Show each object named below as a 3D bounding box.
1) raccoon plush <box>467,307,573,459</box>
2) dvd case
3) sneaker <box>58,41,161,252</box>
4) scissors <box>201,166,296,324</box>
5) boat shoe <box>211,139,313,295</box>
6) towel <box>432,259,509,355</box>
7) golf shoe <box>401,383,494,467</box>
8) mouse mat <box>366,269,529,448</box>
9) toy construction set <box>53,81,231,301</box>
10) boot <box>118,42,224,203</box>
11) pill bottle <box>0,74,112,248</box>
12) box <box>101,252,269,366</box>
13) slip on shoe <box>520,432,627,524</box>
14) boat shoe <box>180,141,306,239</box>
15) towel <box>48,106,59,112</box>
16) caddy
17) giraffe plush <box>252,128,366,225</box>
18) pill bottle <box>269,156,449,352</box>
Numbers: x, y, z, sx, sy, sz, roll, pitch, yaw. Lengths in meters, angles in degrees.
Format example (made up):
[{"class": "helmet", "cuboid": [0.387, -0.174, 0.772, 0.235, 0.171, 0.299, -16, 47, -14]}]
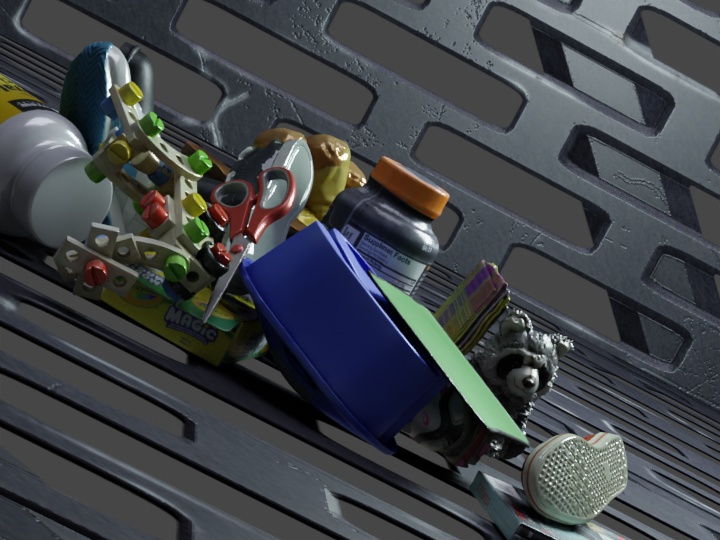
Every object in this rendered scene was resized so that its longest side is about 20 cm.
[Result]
[{"class": "raccoon plush", "cuboid": [0.111, 0.086, 1.923, 0.097, 0.134, 0.200, 23, 8, -36]}, {"class": "dvd case", "cuboid": [0.190, 0.226, 1.617, 0.200, 0.022, 0.146, 28, 5, -14]}, {"class": "sneaker", "cuboid": [-0.202, -0.100, 1.739, 0.081, 0.200, 0.076, -19, 25, -33]}, {"class": "scissors", "cuboid": [-0.089, -0.024, 1.623, 0.073, 0.014, 0.200, -8, 34, 6]}, {"class": "boat shoe", "cuboid": [-0.098, -0.043, 1.740, 0.060, 0.076, 0.200, -3, 29, 23]}, {"class": "towel", "cuboid": [0.089, 0.057, 1.952, 0.023, 0.144, 0.200, 40, 5, -6]}, {"class": "golf shoe", "cuboid": [0.046, 0.100, 1.783, 0.092, 0.073, 0.200, 29, 4, -25]}, {"class": "mouse mat", "cuboid": [0.074, 0.075, 1.665, 0.161, 0.008, 0.200, 53, 7, 17]}, {"class": "toy construction set", "cuboid": [-0.166, -0.047, 1.578, 0.131, 0.092, 0.200, 47, 31, -27]}, {"class": "boot", "cuboid": [-0.175, -0.085, 1.820, 0.162, 0.199, 0.073, 22, 8, 3]}, {"class": "pill bottle", "cuboid": [-0.296, -0.095, 1.702, 0.200, 0.111, 0.111, 33, 7, 40]}, {"class": "box", "cuboid": [-0.137, 0.030, 1.679, 0.117, 0.048, 0.200, 30, 4, 9]}, {"class": "slip on shoe", "cuboid": [0.165, 0.167, 1.658, 0.061, 0.074, 0.200, -8, -2, 22]}, {"class": "boat shoe", "cuboid": [-0.115, -0.048, 1.900, 0.200, 0.070, 0.070, 35, 4, 42]}, {"class": "towel", "cuboid": [-0.294, -0.117, 2.001, 0.200, 0.048, 0.171, 31, -11, -8]}, {"class": "caddy", "cuboid": [-0.019, 0.056, 1.635, 0.200, 0.105, 0.141, 52, 7, 11]}, {"class": "giraffe plush", "cuboid": [-0.057, -0.016, 1.988, 0.172, 0.200, 0.162, 9, 34, -41]}, {"class": "pill bottle", "cuboid": [0.000, 0.000, 1.807, 0.106, 0.200, 0.106, 31, 6, -3]}]
